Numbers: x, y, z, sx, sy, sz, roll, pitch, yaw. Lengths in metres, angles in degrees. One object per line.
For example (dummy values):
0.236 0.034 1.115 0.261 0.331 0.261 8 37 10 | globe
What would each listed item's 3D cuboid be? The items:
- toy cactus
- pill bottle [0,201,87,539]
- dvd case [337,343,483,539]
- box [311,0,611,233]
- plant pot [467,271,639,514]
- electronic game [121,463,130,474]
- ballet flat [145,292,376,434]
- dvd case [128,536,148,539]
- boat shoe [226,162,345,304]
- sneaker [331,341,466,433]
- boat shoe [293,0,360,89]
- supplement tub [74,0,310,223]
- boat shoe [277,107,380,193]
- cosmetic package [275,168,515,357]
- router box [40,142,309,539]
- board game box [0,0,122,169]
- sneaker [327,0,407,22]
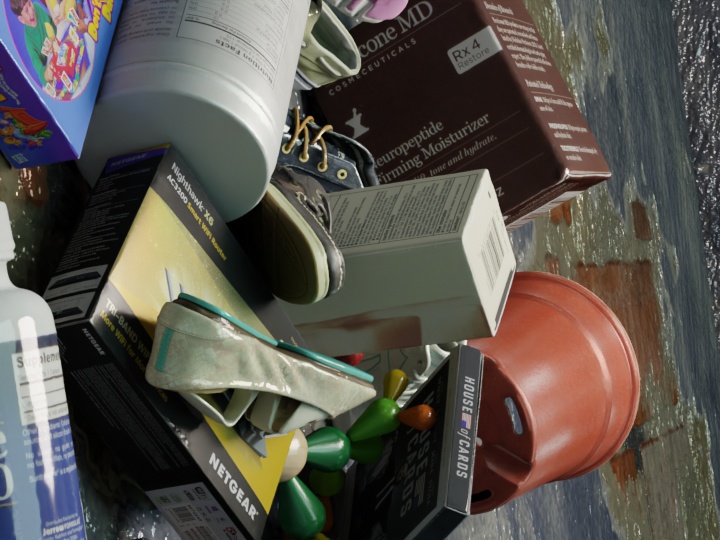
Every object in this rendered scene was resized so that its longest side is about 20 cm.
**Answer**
-0.032 0.136 1.385 0.165 0.102 0.201 8 98 -51 | toy cactus
-0.198 0.071 0.929 0.111 0.111 0.201 -10 91 -70 | pill bottle
0.033 0.167 1.447 0.025 0.200 0.151 21 47 -15 | dvd case
0.083 -0.127 1.621 0.200 0.166 0.164 62 19 7 | box
0.121 0.117 1.691 0.195 0.200 0.201 -23 104 -61 | plant pot
-0.118 0.055 1.251 0.200 0.042 0.201 36 48 -53 | electronic game
-0.063 0.066 1.144 0.200 0.067 0.062 27 83 -52 | ballet flat
-0.131 0.285 1.160 0.200 0.022 0.146 -80 153 -44 | dvd case
-0.049 -0.036 1.270 0.200 0.065 0.073 -137 -138 -56 | boat shoe
0.035 0.071 1.516 0.070 0.080 0.201 1 119 -41 | sneaker
-0.060 -0.206 1.484 0.200 0.062 0.072 44 42 -58 | boat shoe
-0.105 -0.142 1.241 0.132 0.132 0.200 61 29 -44 | supplement tub
-0.048 -0.094 1.433 0.200 0.091 0.071 61 28 -44 | boat shoe
0.000 0.000 1.369 0.103 0.199 0.087 -66 143 -53 | cosmetic package
-0.109 0.049 1.169 0.200 0.052 0.157 57 33 -34 | router box
-0.195 -0.180 1.134 0.135 0.045 0.200 61 28 -44 | board game box
-0.034 -0.272 1.482 0.200 0.080 0.088 46 2 4 | sneaker
